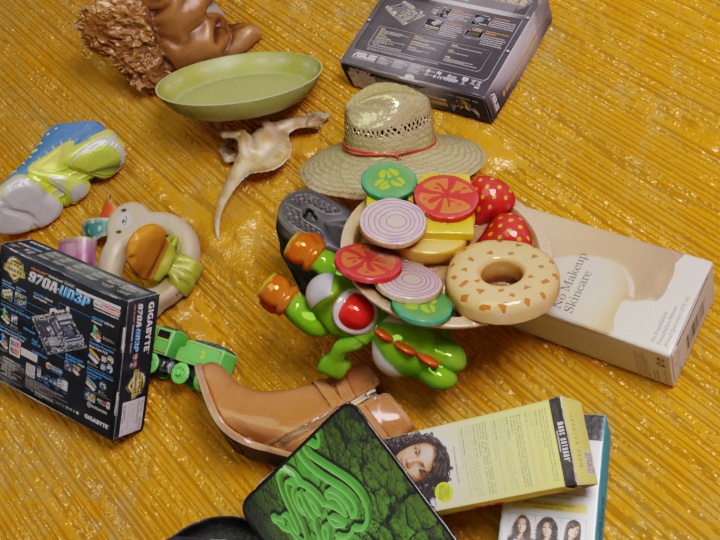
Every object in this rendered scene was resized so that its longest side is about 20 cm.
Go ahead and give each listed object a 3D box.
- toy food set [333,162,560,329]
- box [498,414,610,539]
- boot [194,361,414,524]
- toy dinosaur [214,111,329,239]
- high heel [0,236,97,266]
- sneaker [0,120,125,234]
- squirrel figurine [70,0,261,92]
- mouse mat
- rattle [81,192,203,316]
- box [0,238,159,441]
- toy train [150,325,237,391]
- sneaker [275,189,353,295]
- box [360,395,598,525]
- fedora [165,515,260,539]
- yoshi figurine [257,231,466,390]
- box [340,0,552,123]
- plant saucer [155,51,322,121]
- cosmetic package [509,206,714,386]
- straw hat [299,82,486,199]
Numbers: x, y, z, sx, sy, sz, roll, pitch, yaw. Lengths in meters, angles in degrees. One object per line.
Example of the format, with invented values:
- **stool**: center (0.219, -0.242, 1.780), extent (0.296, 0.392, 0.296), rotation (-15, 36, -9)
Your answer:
- **toy food set**: center (0.076, -0.023, 0.896), extent (0.197, 0.049, 0.200), rotation (1, 47, 0)
- **box**: center (0.163, 0.222, 0.844), extent (0.082, 0.049, 0.200), rotation (1, 62, 22)
- **boot**: center (-0.058, 0.132, 0.967), extent (0.155, 0.074, 0.200), rotation (-36, 66, -11)
- **toy dinosaur**: center (-0.130, -0.140, 1.162), extent (0.200, 0.058, 0.101), rotation (-45, 57, -9)
- **high heel**: center (-0.379, 0.024, 1.155), extent (0.200, 0.067, 0.096), rotation (-9, 73, 27)
- **sneaker**: center (-0.392, -0.123, 1.252), extent (0.200, 0.076, 0.105), rotation (-28, 43, -6)
- **squirrel figurine**: center (-0.259, -0.332, 1.245), extent (0.200, 0.187, 0.142), rotation (-39, 56, -4)
- **mouse mat**: center (-0.003, 0.236, 0.854), extent (0.161, 0.008, 0.200), rotation (-46, 69, 20)
- **rattle**: center (-0.279, -0.045, 1.119), extent (0.130, 0.143, 0.200), rotation (-47, 60, 13)
- **box**: center (-0.310, 0.071, 1.058), extent (0.200, 0.046, 0.159), rotation (20, 109, 29)
- **toy train**: center (-0.220, 0.085, 1.069), extent (0.200, 0.042, 0.057), rotation (15, 79, 27)
- **sneaker**: center (0.000, 0.000, 1.030), extent (0.199, 0.114, 0.076), rotation (28, 66, 2)
- **box**: center (0.093, 0.165, 0.842), extent (0.200, 0.050, 0.075), rotation (-19, 68, 26)
- **fedora**: center (-0.140, 0.306, 0.881), extent (0.200, 0.092, 0.201), rotation (-9, 58, 15)
- **yoshi figurine**: center (0.010, 0.049, 0.937), extent (0.200, 0.113, 0.112), rotation (32, 41, 12)
- **box**: center (0.099, -0.268, 1.156), extent (0.200, 0.048, 0.159), rotation (20, 69, 29)
- **plant saucer**: center (-0.142, -0.218, 1.182), extent (0.199, 0.031, 0.200), rotation (-6, 28, 3)
- **cosmetic package**: center (0.216, 0.019, 0.929), extent (0.200, 0.071, 0.105), rotation (19, 69, 29)
- **straw hat**: center (0.030, -0.151, 1.038), extent (0.201, 0.085, 0.201), rotation (-5, 28, 2)
